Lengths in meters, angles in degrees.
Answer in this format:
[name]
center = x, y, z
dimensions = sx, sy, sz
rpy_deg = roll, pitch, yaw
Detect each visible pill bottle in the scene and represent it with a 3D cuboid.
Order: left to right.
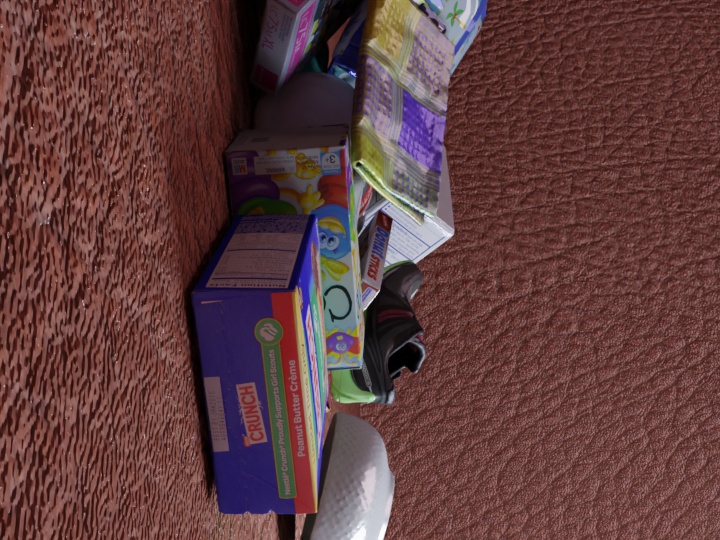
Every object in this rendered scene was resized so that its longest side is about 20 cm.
[pill bottle]
center = -0.045, -0.109, 1.081
dimensions = 0.200, 0.116, 0.116
rpy_deg = 82, 6, -63

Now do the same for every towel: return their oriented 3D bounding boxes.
[towel]
center = 0.042, -0.159, 0.941
dimensions = 0.144, 0.023, 0.200
rpy_deg = 35, 57, -49

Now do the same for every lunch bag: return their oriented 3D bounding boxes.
[lunch bag]
center = 0.046, -0.251, 1.059
dimensions = 0.170, 0.127, 0.200
rpy_deg = -58, 166, -1

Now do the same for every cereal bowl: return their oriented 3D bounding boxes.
[cereal bowl]
center = -0.013, 0.263, 1.131
dimensions = 0.200, 0.083, 0.200
rpy_deg = -166, -90, -86

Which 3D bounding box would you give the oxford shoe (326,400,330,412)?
[oxford shoe]
center = -0.063, 0.055, 1.020
dimensions = 0.071, 0.071, 0.200
rpy_deg = -79, 165, -73

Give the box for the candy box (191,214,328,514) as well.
[candy box]
center = -0.068, 0.061, 0.769
dimensions = 0.200, 0.077, 0.169
rpy_deg = -83, 170, -71

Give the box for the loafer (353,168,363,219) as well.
[loafer]
center = -0.037, -0.043, 1.023
dimensions = 0.070, 0.070, 0.200
rpy_deg = 47, -39, 14

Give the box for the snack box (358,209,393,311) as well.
[snack box]
center = 0.000, 0.000, 1.069
dimensions = 0.072, 0.024, 0.200
rpy_deg = -54, -171, 22

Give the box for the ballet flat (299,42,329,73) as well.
[ballet flat]
center = -0.072, -0.199, 1.139
dimensions = 0.200, 0.072, 0.072
rpy_deg = 99, -8, -52

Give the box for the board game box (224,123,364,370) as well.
[board game box]
center = -0.054, -0.021, 0.903
dimensions = 0.105, 0.103, 0.200
rpy_deg = -86, 172, -71

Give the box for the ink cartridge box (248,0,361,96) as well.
[ink cartridge box]
center = -0.034, -0.274, 0.999
dimensions = 0.200, 0.042, 0.119
rpy_deg = -56, 176, -33

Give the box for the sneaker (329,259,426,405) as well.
[sneaker]
center = 0.031, 0.069, 1.047
dimensions = 0.077, 0.084, 0.200
rpy_deg = 96, 14, -45

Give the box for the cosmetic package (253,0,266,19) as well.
[cosmetic package]
center = -0.082, -0.334, 1.017
dimensions = 0.200, 0.071, 0.102
rpy_deg = 66, 20, -85

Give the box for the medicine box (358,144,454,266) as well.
[medicine box]
center = 0.010, -0.077, 1.286
dimensions = 0.103, 0.200, 0.182
rpy_deg = 36, 34, -29
